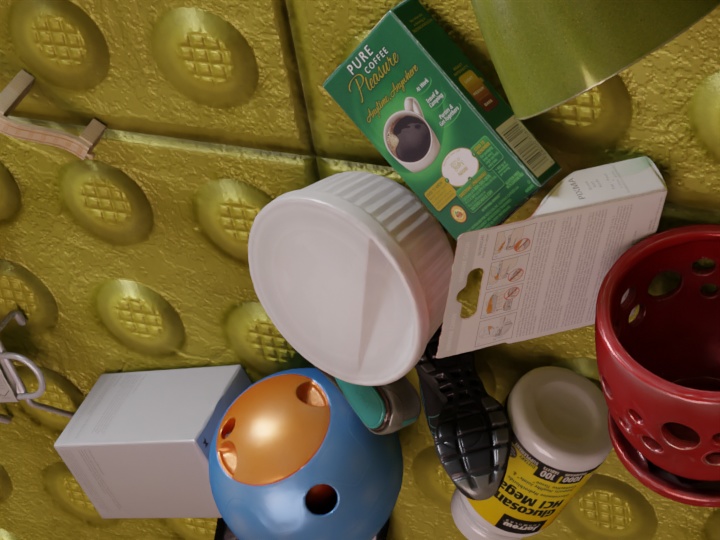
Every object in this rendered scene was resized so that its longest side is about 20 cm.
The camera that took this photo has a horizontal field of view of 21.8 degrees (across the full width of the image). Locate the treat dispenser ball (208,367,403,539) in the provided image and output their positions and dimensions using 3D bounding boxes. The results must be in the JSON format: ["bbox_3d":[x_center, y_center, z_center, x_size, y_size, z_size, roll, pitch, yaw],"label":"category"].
[{"bbox_3d":[-0.056,0.200,1.917,0.200,0.201,0.202,16,135,16],"label":"treat dispenser ball"}]

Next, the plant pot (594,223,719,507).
[{"bbox_3d":[0.300,0.089,1.622,0.199,0.201,0.183,15,142,16],"label":"plant pot"}]

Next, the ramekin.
[{"bbox_3d":[0.000,0.000,1.751,0.202,0.094,0.203,24,132,29],"label":"ramekin"}]

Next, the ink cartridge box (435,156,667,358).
[{"bbox_3d":[0.159,-0.009,1.628,0.199,0.050,0.161,-11,138,-17],"label":"ink cartridge box"}]

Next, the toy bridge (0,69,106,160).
[{"bbox_3d":[-0.345,-0.166,1.835,0.200,0.067,0.027,34,137,-2],"label":"toy bridge"}]

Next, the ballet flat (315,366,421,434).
[{"bbox_3d":[-0.010,0.083,1.870,0.200,0.064,0.068,51,130,27],"label":"ballet flat"}]

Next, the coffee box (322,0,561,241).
[{"bbox_3d":[0.070,-0.126,1.624,0.200,0.044,0.123,48,137,3],"label":"coffee box"}]

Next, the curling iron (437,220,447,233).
[{"bbox_3d":[0.052,0.004,1.801,0.049,0.026,0.200,35,139,6],"label":"curling iron"}]

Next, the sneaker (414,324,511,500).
[{"bbox_3d":[0.101,0.143,1.805,0.075,0.201,0.079,-12,140,-2],"label":"sneaker"}]

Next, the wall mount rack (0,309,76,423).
[{"bbox_3d":[-0.414,0.127,2.151,0.199,0.075,0.174,-3,124,32],"label":"wall mount rack"}]

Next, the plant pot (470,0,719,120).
[{"bbox_3d":[0.149,-0.249,1.422,0.187,0.187,0.201,-25,100,42],"label":"plant pot"}]

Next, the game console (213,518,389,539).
[{"bbox_3d":[-0.058,0.313,2.160,0.199,0.116,0.177,15,105,16],"label":"game console"}]

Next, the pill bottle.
[{"bbox_3d":[0.164,0.193,1.852,0.112,0.113,0.200,30,138,1],"label":"pill bottle"}]

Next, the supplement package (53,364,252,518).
[{"bbox_3d":[-0.208,0.190,2.052,0.199,0.121,0.120,-5,127,33],"label":"supplement package"}]
